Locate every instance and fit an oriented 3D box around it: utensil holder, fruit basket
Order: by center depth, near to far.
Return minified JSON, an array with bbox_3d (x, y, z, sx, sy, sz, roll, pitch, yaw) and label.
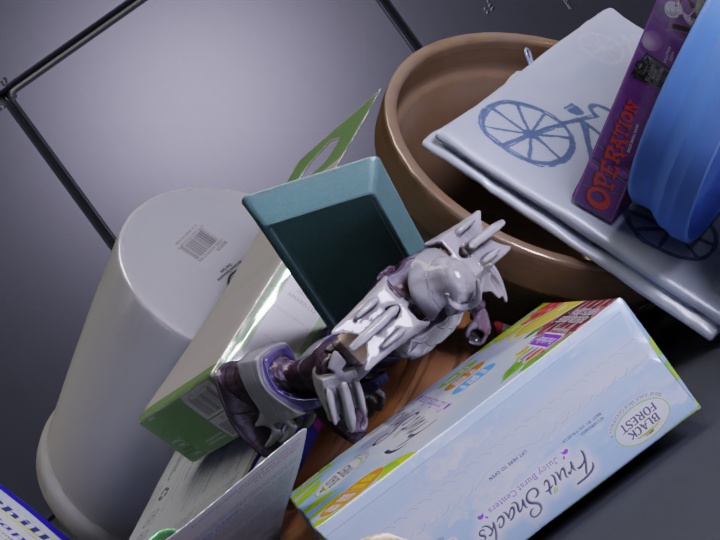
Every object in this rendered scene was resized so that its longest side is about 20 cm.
[{"bbox_3d":[-0.107,0.163,1.102,0.185,0.094,0.200,-38,-23,-25],"label":"fruit basket"},{"bbox_3d":[-0.104,0.071,1.551,0.170,0.170,0.200,-39,-20,-48],"label":"utensil holder"}]

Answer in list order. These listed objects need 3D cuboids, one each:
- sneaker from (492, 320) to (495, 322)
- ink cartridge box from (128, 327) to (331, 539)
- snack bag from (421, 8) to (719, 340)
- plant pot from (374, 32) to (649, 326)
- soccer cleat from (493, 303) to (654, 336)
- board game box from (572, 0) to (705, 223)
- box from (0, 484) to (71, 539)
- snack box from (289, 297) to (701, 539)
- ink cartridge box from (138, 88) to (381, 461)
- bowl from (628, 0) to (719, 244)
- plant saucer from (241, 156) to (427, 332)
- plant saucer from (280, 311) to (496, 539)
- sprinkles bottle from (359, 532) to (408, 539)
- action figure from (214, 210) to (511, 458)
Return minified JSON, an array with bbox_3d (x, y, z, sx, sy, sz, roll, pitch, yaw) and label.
[{"bbox_3d":[0.138,-0.003,1.601,0.200,0.078,0.140,-23,9,34],"label":"sneaker"},{"bbox_3d":[-0.079,0.142,1.347,0.200,0.043,0.196,-38,19,47],"label":"ink cartridge box"},{"bbox_3d":[0.157,-0.059,1.270,0.200,0.189,0.021,-40,-22,-47],"label":"snack bag"},{"bbox_3d":[0.096,-0.034,1.304,0.201,0.201,0.093,-39,-23,-48],"label":"plant pot"},{"bbox_3d":[0.141,0.016,1.380,0.200,0.067,0.076,-38,19,-30],"label":"soccer cleat"},{"bbox_3d":[0.168,-0.129,1.181,0.120,0.032,0.200,-51,-14,-50],"label":"board game box"},{"bbox_3d":[-0.247,0.235,1.403,0.184,0.105,0.200,-54,2,5],"label":"box"},{"bbox_3d":[0.055,0.086,1.118,0.169,0.068,0.200,-37,1,-4],"label":"snack box"},{"bbox_3d":[-0.042,0.006,1.369,0.200,0.048,0.146,-58,9,-23],"label":"ink cartridge box"},{"bbox_3d":[0.191,-0.108,1.166,0.201,0.039,0.201,-56,-14,-21],"label":"bowl"},{"bbox_3d":[0.000,0.000,1.224,0.070,0.019,0.200,-17,-25,7],"label":"plant saucer"},{"bbox_3d":[0.001,0.098,1.343,0.200,0.032,0.200,-49,10,12],"label":"plant saucer"},{"bbox_3d":[-0.047,0.171,0.953,0.200,0.068,0.068,-33,4,36],"label":"sprinkles bottle"},{"bbox_3d":[0.010,0.037,1.189,0.130,0.069,0.200,-25,-6,-35],"label":"action figure"}]
